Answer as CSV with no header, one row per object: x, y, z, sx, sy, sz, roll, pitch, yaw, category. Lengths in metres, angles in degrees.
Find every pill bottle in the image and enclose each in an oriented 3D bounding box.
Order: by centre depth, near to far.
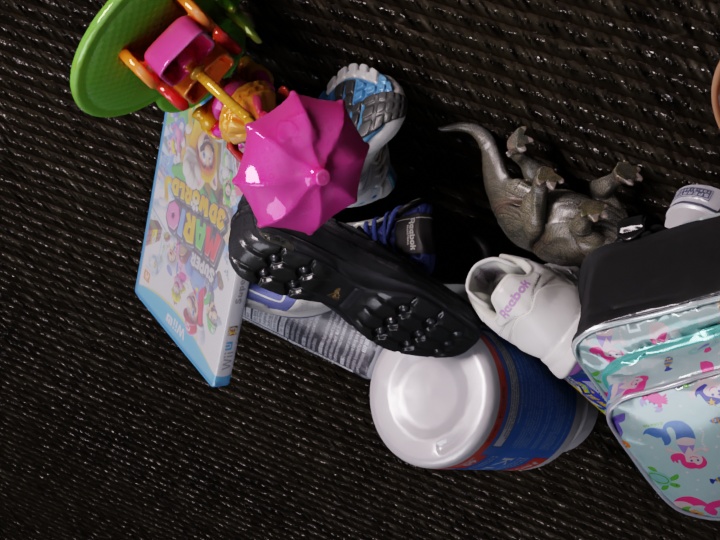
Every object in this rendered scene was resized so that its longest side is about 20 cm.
0.105,0.099,1.499,0.112,0.113,0.200,9,180,36,pill bottle
-0.055,-0.001,1.559,0.200,0.106,0.106,26,154,9,pill bottle

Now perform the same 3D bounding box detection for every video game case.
-0.122,-0.033,1.476,0.143,0.018,0.200,45,132,44,video game case

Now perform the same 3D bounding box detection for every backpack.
0.244,0.070,1.229,0.177,0.151,0.200,-16,135,22,backpack

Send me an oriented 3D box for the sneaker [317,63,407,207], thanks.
-0.002,-0.088,1.409,0.087,0.075,0.200,22,159,-19,sneaker

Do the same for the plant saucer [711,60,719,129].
0.304,-0.087,1.128,0.200,0.032,0.200,23,154,12,plant saucer

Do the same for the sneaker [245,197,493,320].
0.012,-0.016,1.447,0.199,0.081,0.115,4,158,-2,sneaker

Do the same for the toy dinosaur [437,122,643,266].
0.135,-0.037,1.338,0.200,0.077,0.102,20,140,11,toy dinosaur

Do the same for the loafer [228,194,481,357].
0.000,0.000,1.358,0.200,0.071,0.068,25,133,-22,loafer

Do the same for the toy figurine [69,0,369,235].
-0.072,-0.098,1.308,0.184,0.150,0.200,45,-179,18,toy figurine

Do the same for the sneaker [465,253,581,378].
0.122,0.015,1.396,0.100,0.075,0.200,35,-177,-6,sneaker

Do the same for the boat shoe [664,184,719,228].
0.261,0.027,1.335,0.073,0.065,0.200,-4,139,48,boat shoe

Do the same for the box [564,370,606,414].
0.237,0.096,1.479,0.200,0.070,0.064,40,150,-22,box
